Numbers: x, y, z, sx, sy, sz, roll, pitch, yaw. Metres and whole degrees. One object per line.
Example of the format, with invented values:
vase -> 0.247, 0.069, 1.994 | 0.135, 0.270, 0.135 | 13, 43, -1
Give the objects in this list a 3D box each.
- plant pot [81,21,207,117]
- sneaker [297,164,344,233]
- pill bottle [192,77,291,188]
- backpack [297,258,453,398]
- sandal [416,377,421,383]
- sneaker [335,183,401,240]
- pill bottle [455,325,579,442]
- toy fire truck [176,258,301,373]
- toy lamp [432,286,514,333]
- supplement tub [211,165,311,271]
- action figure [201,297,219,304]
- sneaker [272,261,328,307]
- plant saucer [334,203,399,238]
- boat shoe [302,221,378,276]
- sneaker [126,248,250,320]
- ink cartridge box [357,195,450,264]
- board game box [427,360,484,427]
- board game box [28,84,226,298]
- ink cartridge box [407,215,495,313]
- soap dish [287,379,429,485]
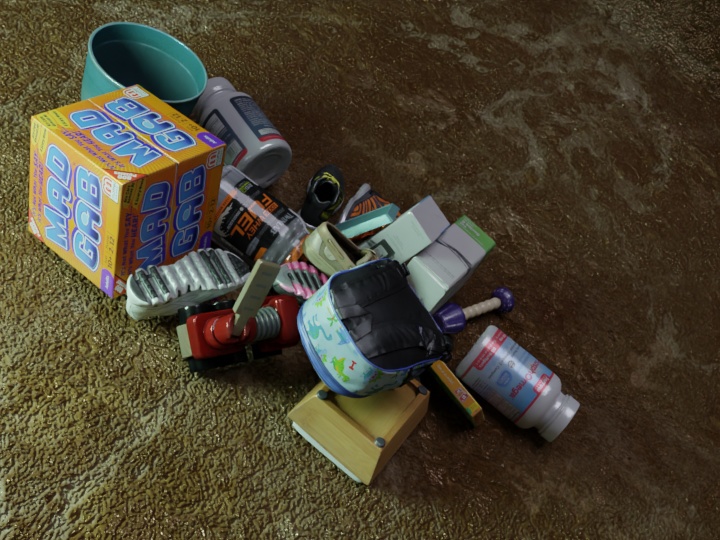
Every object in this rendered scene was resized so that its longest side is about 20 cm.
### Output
plant pot -> -0.381, -0.278, 1.677 | 0.198, 0.189, 0.201 | 19, 40, -17
sneaker -> -0.060, -0.143, 1.839 | 0.074, 0.085, 0.201 | 27, 39, -8
pill bottle -> -0.223, -0.252, 1.814 | 0.119, 0.120, 0.201 | -14, 57, -43
backpack -> 0.002, 0.094, 1.436 | 0.199, 0.147, 0.184 | -11, 66, -55
sandal -> 0.041, 0.115, 1.657 | 0.081, 0.055, 0.201 | 1, 48, -34
sneaker -> 0.020, -0.085, 1.838 | 0.111, 0.078, 0.200 | 32, 38, 1
pill bottle -> 0.266, 0.193, 1.686 | 0.199, 0.109, 0.109 | 38, 38, 7
toy fire truck -> -0.150, 0.062, 1.436 | 0.175, 0.199, 0.130 | -8, 84, -40
toy lamp -> 0.201, 0.073, 1.814 | 0.199, 0.058, 0.058 | -17, 59, -46
supplement tub -> -0.176, -0.071, 1.652 | 0.199, 0.123, 0.123 | 36, 38, 5
action figure -> -0.258, 0.015, 1.566 | 0.065, 0.052, 0.201 | 1, 51, -38
sneaker -> -0.072, 0.051, 1.610 | 0.199, 0.095, 0.080 | 20, 42, -38
plant saucer -> -0.030, -0.067, 1.702 | 0.019, 0.198, 0.070 | 63, 20, -15
boat shoe -> 0.000, 0.000, 1.601 | 0.199, 0.064, 0.072 | 36, 30, -19
sneaker -> -0.259, 0.023, 1.490 | 0.198, 0.081, 0.076 | -13, 61, -32
ink cartridge box -> 0.047, -0.038, 1.720 | 0.067, 0.199, 0.116 | 54, 28, -2
board game box -> 0.130, 0.167, 1.642 | 0.030, 0.096, 0.200 | -40, 69, -5
board game box -> -0.349, -0.122, 1.484 | 0.199, 0.201, 0.199 | 34, 40, 23
ink cartridge box -> 0.133, 0.009, 1.758 | 0.084, 0.146, 0.200 | 43, 39, 8
soap dish -> 0.006, 0.207, 1.514 | 0.157, 0.081, 0.200 | 39, 40, 8
